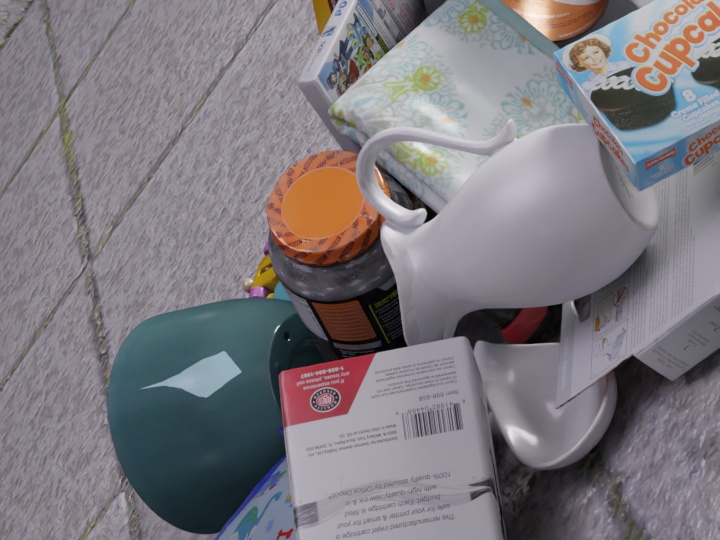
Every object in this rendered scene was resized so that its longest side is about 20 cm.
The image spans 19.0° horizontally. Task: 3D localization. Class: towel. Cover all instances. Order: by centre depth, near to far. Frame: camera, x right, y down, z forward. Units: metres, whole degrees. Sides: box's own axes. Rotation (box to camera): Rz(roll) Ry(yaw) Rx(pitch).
[{"bbox_3d":[0.102,-0.116,1.686,0.171,0.200,0.048,-42,-17,-27],"label":"towel"}]

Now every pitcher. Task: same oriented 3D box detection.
[{"bbox_3d":[0.100,-0.048,1.558,0.199,0.172,0.121,-26,2,30],"label":"pitcher"}]

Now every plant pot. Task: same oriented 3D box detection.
[{"bbox_3d":[-0.092,0.113,1.865,0.160,0.200,0.201,-20,44,38],"label":"plant pot"}]

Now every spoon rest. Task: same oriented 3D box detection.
[{"bbox_3d":[0.127,0.091,1.612,0.100,0.060,0.200,-59,23,-3],"label":"spoon rest"}]

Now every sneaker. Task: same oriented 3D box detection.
[{"bbox_3d":[0.120,-0.040,1.719,0.071,0.098,0.201,-43,27,53],"label":"sneaker"}]

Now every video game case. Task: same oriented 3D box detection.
[{"bbox_3d":[0.034,-0.151,1.783,0.022,0.200,0.183,-3,48,36],"label":"video game case"}]

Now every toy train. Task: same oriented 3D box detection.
[{"bbox_3d":[-0.084,0.050,2.084,0.151,0.055,0.200,-64,21,-4],"label":"toy train"}]

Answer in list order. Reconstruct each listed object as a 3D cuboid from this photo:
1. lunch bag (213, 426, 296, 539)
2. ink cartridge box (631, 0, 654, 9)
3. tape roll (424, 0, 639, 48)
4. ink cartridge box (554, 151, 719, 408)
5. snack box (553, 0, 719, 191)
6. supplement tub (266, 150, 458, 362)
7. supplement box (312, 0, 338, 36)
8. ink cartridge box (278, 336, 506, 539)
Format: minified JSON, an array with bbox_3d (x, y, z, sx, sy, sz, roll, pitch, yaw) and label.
[{"bbox_3d":[-0.002,0.179,1.706,0.200,0.127,0.170,-50,19,-14],"label":"lunch bag"},{"bbox_3d":[0.302,-0.249,1.618,0.200,0.083,0.147,-55,24,14],"label":"ink cartridge box"},{"bbox_3d":[0.152,-0.246,1.765,0.200,0.200,0.066,-38,32,40],"label":"tape roll"},{"bbox_3d":[0.216,-0.004,1.557,0.174,0.043,0.201,-42,27,40],"label":"ink cartridge box"},{"bbox_3d":[0.248,-0.147,1.494,0.199,0.037,0.116,-28,55,-7],"label":"snack box"},{"bbox_3d":[0.000,0.000,1.720,0.122,0.200,0.123,-9,55,12],"label":"supplement tub"},{"bbox_3d":[0.091,-0.262,1.903,0.200,0.197,0.133,-49,27,22],"label":"supplement box"},{"bbox_3d":[0.027,0.165,1.553,0.143,0.084,0.201,-11,63,8],"label":"ink cartridge box"}]
